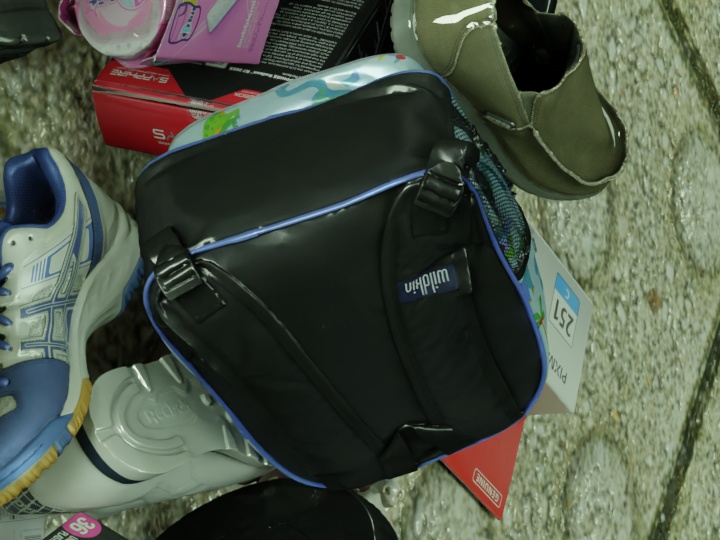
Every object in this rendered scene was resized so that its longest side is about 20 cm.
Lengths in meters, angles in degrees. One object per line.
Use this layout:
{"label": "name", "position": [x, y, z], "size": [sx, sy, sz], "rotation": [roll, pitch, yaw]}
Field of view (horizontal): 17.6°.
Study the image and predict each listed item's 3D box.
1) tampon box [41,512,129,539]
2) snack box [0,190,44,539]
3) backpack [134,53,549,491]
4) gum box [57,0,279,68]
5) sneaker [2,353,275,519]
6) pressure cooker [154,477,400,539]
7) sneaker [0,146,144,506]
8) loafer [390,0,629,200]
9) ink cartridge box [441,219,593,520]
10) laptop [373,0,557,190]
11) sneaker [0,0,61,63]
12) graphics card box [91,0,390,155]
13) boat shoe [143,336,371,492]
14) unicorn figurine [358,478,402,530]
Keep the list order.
{"label": "tampon box", "position": [-0.102, 0.235, 1.069], "size": [0.150, 0.200, 0.126], "rotation": [-37, 149, -55]}
{"label": "snack box", "position": [-0.189, 0.060, 1.150], "size": [0.072, 0.024, 0.200], "rotation": [2, 84, -58]}
{"label": "backpack", "position": [0.000, 0.000, 1.175], "size": [0.147, 0.183, 0.200], "rotation": [-97, 162, -47]}
{"label": "gum box", "position": [-0.076, -0.198, 1.179], "size": [0.113, 0.066, 0.200], "rotation": [-8, 119, -66]}
{"label": "sneaker", "position": [-0.105, 0.087, 1.196], "size": [0.200, 0.080, 0.076], "rotation": [3, 53, -60]}
{"label": "pressure cooker", "position": [-0.024, 0.232, 1.251], "size": [0.200, 0.176, 0.179], "rotation": [63, 31, -32]}
{"label": "sneaker", "position": [-0.170, 0.026, 1.106], "size": [0.088, 0.075, 0.200], "rotation": [52, 34, -30]}
{"label": "loafer", "position": [0.097, -0.099, 1.286], "size": [0.200, 0.070, 0.075], "rotation": [33, 58, -45]}
{"label": "ink cartridge box", "position": [0.086, 0.046, 1.574], "size": [0.200, 0.045, 0.176], "rotation": [48, 46, -44]}
{"label": "laptop", "position": [0.042, -0.115, 1.367], "size": [0.116, 0.200, 0.187], "rotation": [22, 60, -11]}
{"label": "sneaker", "position": [-0.220, -0.139, 1.097], "size": [0.200, 0.076, 0.091], "rotation": [-14, 91, -67]}
{"label": "graphics card box", "position": [-0.050, -0.134, 1.301], "size": [0.051, 0.125, 0.200], "rotation": [84, 25, -43]}
{"label": "boat shoe", "position": [-0.059, 0.089, 1.329], "size": [0.072, 0.072, 0.200], "rotation": [-54, 140, -6]}
{"label": "unicorn figurine", "position": [0.016, 0.197, 1.429], "size": [0.200, 0.074, 0.137], "rotation": [74, 21, -43]}
